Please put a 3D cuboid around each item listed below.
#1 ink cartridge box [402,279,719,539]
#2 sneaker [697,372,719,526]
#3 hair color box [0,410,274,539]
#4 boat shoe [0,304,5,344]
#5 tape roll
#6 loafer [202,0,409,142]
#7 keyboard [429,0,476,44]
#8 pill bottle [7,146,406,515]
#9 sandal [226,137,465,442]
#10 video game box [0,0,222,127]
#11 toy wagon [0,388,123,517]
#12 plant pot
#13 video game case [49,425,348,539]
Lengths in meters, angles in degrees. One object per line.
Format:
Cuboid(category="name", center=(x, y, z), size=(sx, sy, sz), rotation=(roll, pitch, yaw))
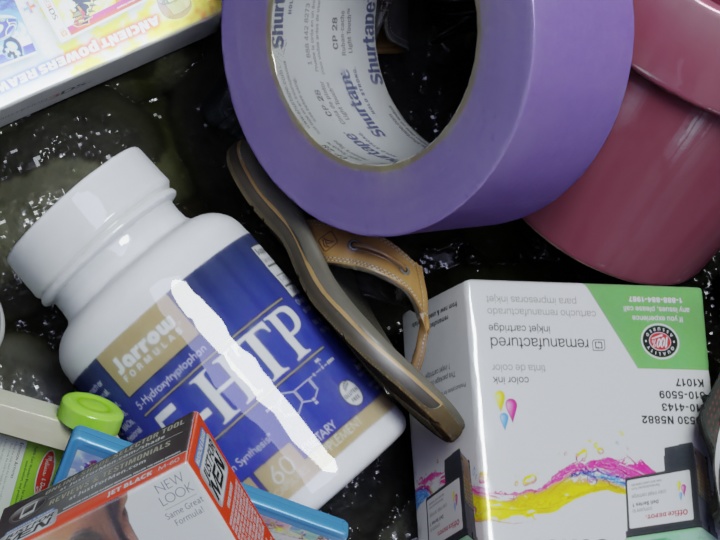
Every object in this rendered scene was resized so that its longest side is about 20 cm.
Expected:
Cuboid(category="ink cartridge box", center=(0.108, 0.113, 1.394), size=(0.144, 0.084, 0.201), rotation=(2, 76, -25))
Cuboid(category="sneaker", center=(0.218, 0.049, 1.363), size=(0.071, 0.098, 0.202), rotation=(19, 70, -23))
Cuboid(category="hair color box", center=(-0.078, 0.182, 1.271), size=(0.110, 0.064, 0.201), rotation=(-27, 107, 10))
Cuboid(category="boat shoe", center=(-0.274, 0.043, 1.344), size=(0.199, 0.069, 0.072), rotation=(-10, 79, -15))
Cuboid(category="tape roll", center=(0.031, -0.119, 1.319), size=(0.085, 0.199, 0.201), rotation=(-6, 75, -50))
Cuboid(category="loafer", center=(-0.003, -0.141, 1.456), size=(0.072, 0.073, 0.200), rotation=(38, 80, -12))
Cuboid(category="keyboard", center=(0.089, -0.178, 1.456), size=(0.199, 0.040, 0.105), rotation=(-5, 89, -37))
Cuboid(category="pill bottle", center=(-0.083, 0.042, 1.362), size=(0.120, 0.120, 0.200), rotation=(-41, 88, -18))
Cuboid(category="sandal", center=(0.000, 0.000, 1.365), size=(0.054, 0.082, 0.200), rotation=(-35, 58, 4))
Cuboid(category="video game box", center=(-0.198, -0.174, 1.427), size=(0.199, 0.047, 0.183), rotation=(-25, 81, -17))
Cuboid(category="toy wagon", center=(-0.165, 0.132, 1.332), size=(0.199, 0.040, 0.156), rotation=(16, 105, -9))
Cuboid(category="plant pot", center=(0.163, -0.100, 1.401), size=(0.199, 0.180, 0.200), rotation=(20, 33, -13))
Cuboid(category="video game case", center=(-0.107, 0.188, 1.316), size=(0.142, 0.018, 0.201), rotation=(20, 109, -7))
